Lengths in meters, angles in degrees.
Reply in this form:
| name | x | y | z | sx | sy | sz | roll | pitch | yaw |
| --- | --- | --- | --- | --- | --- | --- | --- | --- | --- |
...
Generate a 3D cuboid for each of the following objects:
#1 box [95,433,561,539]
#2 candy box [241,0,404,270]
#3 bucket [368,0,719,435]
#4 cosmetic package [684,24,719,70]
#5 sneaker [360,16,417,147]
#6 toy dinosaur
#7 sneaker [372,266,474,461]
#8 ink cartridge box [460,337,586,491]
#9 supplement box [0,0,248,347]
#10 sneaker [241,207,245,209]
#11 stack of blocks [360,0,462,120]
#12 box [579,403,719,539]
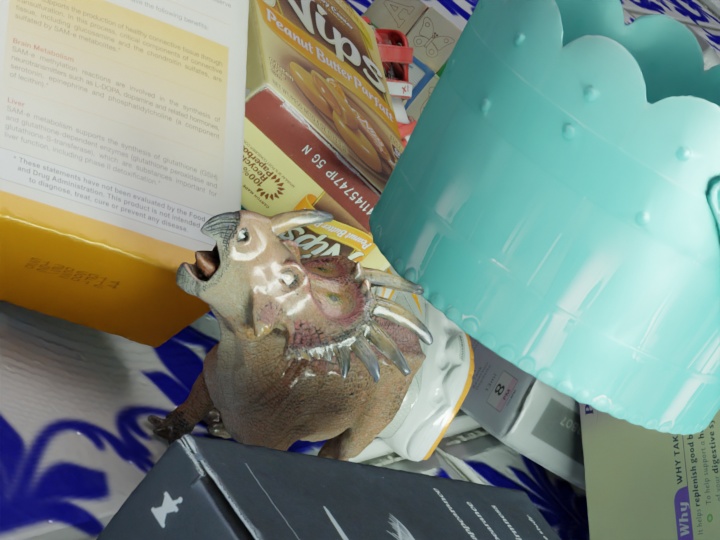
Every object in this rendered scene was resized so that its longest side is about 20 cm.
| name | x | y | z | sx | sy | sz | roll | pitch | yaw |
| --- | --- | --- | --- | --- | --- | --- | --- | --- | --- |
| box | 0.010 | 0.150 | 0.735 | 0.199 | 0.105 | 0.148 | 16 | 28 | -49 |
| candy box | -0.035 | -0.090 | 1.076 | 0.115 | 0.055 | 0.201 | 43 | 20 | -30 |
| bucket | 0.111 | -0.034 | 0.949 | 0.206 | 0.135 | 0.207 | 28 | 16 | -9 |
| cosmetic package | 0.217 | -0.035 | 1.347 | 0.201 | 0.106 | 0.090 | 56 | 7 | -15 |
| sneaker | 0.011 | -0.069 | 1.225 | 0.201 | 0.109 | 0.067 | 39 | 21 | 26 |
| toy dinosaur | -0.014 | 0.037 | 0.911 | 0.086 | 0.136 | 0.200 | 43 | 18 | 16 |
| sneaker | 0.000 | 0.000 | 1.099 | 0.091 | 0.076 | 0.201 | 21 | 35 | -21 |
| ink cartridge box | 0.112 | 0.082 | 1.228 | 0.162 | 0.057 | 0.200 | 30 | -1 | -23 |
| supplement box | -0.118 | -0.083 | 0.935 | 0.125 | 0.073 | 0.202 | 18 | 59 | -30 |
| sneaker | -0.101 | -0.097 | 1.166 | 0.121 | 0.084 | 0.201 | 35 | 17 | -41 |
| stack of blocks | 0.062 | -0.065 | 1.322 | 0.200 | 0.115 | 0.059 | 41 | 5 | 10 |
| box | 0.204 | 0.060 | 1.056 | 0.096 | 0.199 | 0.178 | 12 | 65 | -35 |
